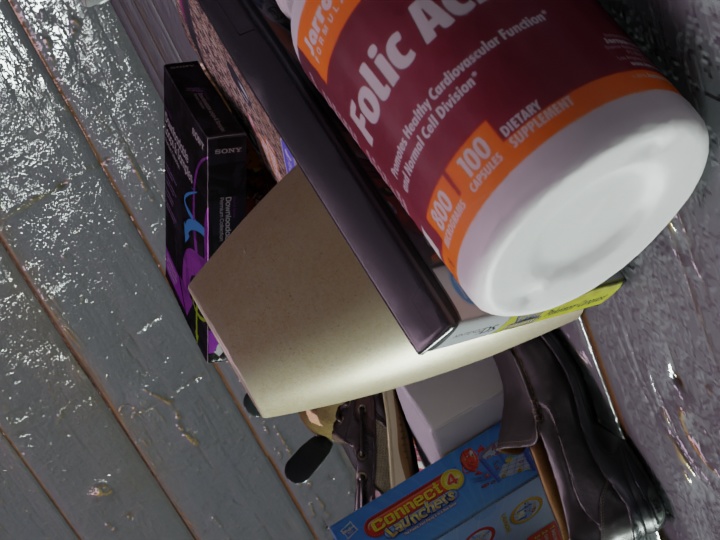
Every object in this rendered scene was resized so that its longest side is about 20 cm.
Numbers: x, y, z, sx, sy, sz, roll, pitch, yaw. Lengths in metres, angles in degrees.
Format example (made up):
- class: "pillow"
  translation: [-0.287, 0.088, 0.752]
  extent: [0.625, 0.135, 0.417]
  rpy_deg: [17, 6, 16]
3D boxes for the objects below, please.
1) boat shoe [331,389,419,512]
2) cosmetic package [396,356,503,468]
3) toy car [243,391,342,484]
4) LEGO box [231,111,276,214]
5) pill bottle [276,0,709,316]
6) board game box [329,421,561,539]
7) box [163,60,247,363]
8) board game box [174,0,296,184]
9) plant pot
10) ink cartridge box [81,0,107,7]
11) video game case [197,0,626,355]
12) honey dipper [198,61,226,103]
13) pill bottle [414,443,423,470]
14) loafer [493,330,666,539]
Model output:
- class: "boat shoe"
  translation: [0.008, 0.128, 1.056]
  extent: [0.073, 0.064, 0.202]
  rpy_deg: [59, -160, -75]
- class: "cosmetic package"
  translation: [0.095, 0.123, 1.026]
  extent: [0.071, 0.101, 0.201]
  rpy_deg: [55, 170, 35]
- class: "toy car"
  translation: [-0.013, 0.117, 1.322]
  extent: [0.165, 0.199, 0.158]
  rpy_deg: [56, 172, 19]
- class: "LEGO box"
  translation: [-0.066, -0.082, 1.159]
  extent: [0.200, 0.076, 0.150]
  rpy_deg: [85, -175, -72]
- class: "pill bottle"
  translation: [0.041, -0.090, 0.548]
  extent: [0.201, 0.114, 0.114]
  rpy_deg: [55, 171, 28]
- class: "board game box"
  translation: [0.095, 0.212, 1.002]
  extent: [0.056, 0.195, 0.201]
  rpy_deg: [53, 169, 41]
- class: "box"
  translation: [-0.127, -0.048, 1.054]
  extent: [0.143, 0.036, 0.202]
  rpy_deg: [-126, 35, -53]
- class: "board game box"
  translation: [-0.051, -0.152, 0.959]
  extent: [0.201, 0.096, 0.160]
  rpy_deg: [58, 172, 16]
- class: "plant pot"
  translation: [0.003, 0.000, 0.803]
  extent: [0.188, 0.199, 0.187]
  rpy_deg: [57, 172, 13]
- class: "ink cartridge box"
  translation: [-0.192, -0.304, 1.119]
  extent: [0.083, 0.145, 0.200]
  rpy_deg: [62, 172, -8]
- class: "video game case"
  translation: [0.032, -0.060, 0.646]
  extent: [0.180, 0.025, 0.201]
  rpy_deg: [-10, -117, -54]
- class: "honey dipper"
  translation: [-0.121, -0.083, 1.142]
  extent: [0.038, 0.038, 0.202]
  rpy_deg: [112, 155, -80]
- class: "pill bottle"
  translation: [0.065, 0.156, 1.190]
  extent: [0.110, 0.109, 0.201]
  rpy_deg: [53, 159, 38]
- class: "loafer"
  translation: [0.122, 0.100, 0.880]
  extent: [0.201, 0.072, 0.073]
  rpy_deg: [58, 173, 20]
